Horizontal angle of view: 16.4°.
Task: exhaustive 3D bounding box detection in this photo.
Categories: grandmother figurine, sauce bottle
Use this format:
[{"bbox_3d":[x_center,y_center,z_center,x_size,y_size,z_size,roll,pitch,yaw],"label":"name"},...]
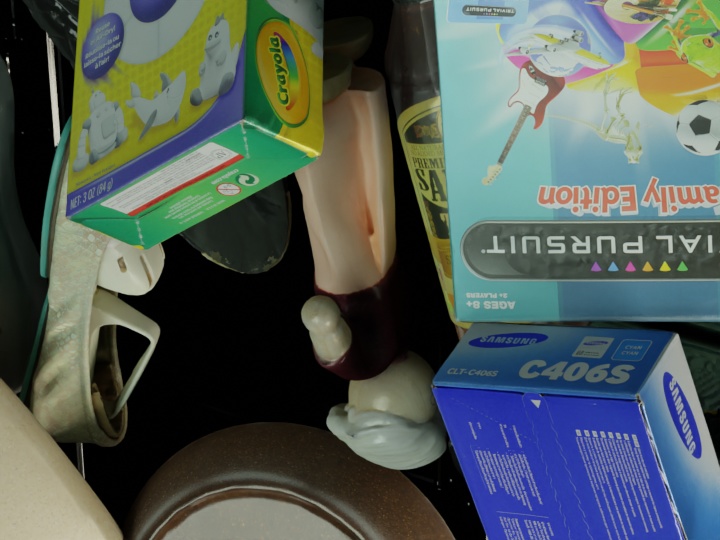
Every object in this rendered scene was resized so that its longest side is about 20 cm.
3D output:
[{"bbox_3d":[0.000,0.000,1.076,0.060,0.121,0.200,0,119,26],"label":"grandmother figurine"},{"bbox_3d":[0.046,-0.062,1.042,0.066,0.066,0.200,-5,111,38],"label":"sauce bottle"}]

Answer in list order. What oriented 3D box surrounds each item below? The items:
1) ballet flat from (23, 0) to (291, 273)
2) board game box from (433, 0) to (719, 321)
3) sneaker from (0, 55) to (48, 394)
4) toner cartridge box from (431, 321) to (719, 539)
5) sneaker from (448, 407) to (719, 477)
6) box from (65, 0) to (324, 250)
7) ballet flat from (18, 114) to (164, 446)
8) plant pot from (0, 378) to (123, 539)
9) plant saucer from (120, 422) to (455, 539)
[{"bbox_3d":[-0.093,-0.087,1.151,0.066,0.057,0.200,-33,94,-1],"label":"ballet flat"},{"bbox_3d":[0.107,-0.080,0.960,0.151,0.047,0.200,0,112,12],"label":"board game box"},{"bbox_3d":[-0.211,-0.014,1.243,0.073,0.085,0.200,12,123,30],"label":"sneaker"},{"bbox_3d":[0.105,0.114,1.016,0.095,0.043,0.200,2,127,33],"label":"toner cartridge box"},{"bbox_3d":[0.127,0.105,1.066,0.200,0.070,0.090,2,113,34],"label":"sneaker"},{"bbox_3d":[-0.066,-0.122,1.034,0.117,0.048,0.200,-26,52,41],"label":"box"},{"bbox_3d":[-0.124,0.007,1.214,0.062,0.067,0.200,18,131,4],"label":"ballet flat"},{"bbox_3d":[-0.236,0.133,1.241,0.177,0.200,0.200,38,167,-14],"label":"plant pot"},{"bbox_3d":[-0.040,0.175,1.209,0.200,0.034,0.201,4,102,22],"label":"plant saucer"}]
